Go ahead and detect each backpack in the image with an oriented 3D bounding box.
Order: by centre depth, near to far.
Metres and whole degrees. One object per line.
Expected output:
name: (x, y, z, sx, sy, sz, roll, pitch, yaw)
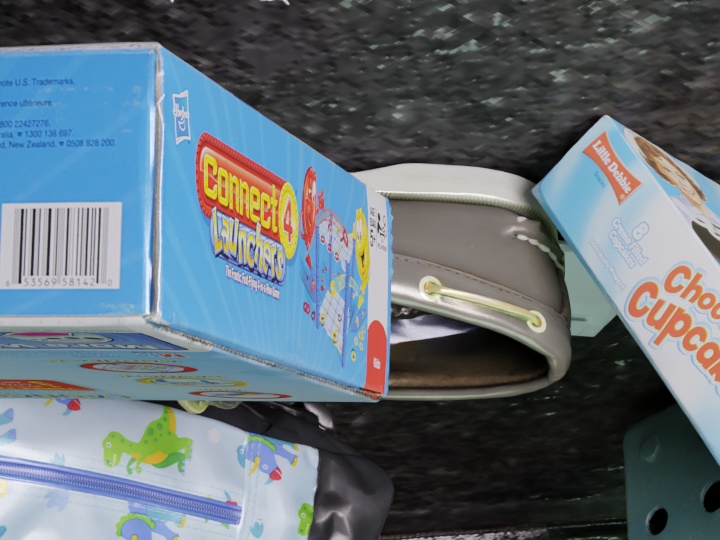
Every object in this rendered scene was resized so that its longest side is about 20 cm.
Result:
backpack: (-0.121, 0.075, 0.786, 0.200, 0.154, 0.163, 32, 164, -34)

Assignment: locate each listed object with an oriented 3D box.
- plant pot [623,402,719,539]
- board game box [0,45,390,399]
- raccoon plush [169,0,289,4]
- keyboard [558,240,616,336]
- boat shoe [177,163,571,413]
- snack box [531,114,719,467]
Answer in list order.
plant pot: (0.203, 0.114, 0.932, 0.200, 0.141, 0.141, 24, 142, -34)
board game box: (-0.111, -0.004, 0.591, 0.200, 0.056, 0.196, 0, 173, 13)
raccoon plush: (-0.104, -0.094, 0.523, 0.134, 0.097, 0.200, 4, 180, -44)
keyboard: (0.000, 0.000, 0.794, 0.200, 0.011, 0.056, 4, 148, -19)
boat shoe: (-0.034, 0.008, 0.730, 0.201, 0.060, 0.072, -1, 142, -12)
snack box: (0.145, 0.032, 0.763, 0.037, 0.116, 0.200, -45, 141, 17)
